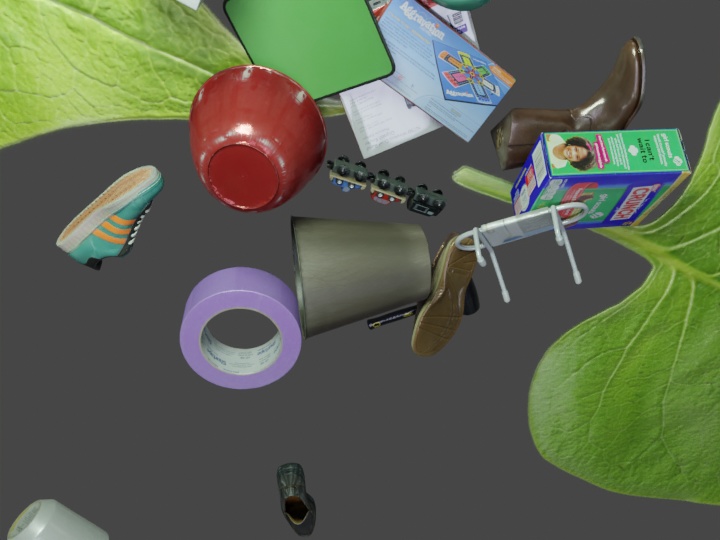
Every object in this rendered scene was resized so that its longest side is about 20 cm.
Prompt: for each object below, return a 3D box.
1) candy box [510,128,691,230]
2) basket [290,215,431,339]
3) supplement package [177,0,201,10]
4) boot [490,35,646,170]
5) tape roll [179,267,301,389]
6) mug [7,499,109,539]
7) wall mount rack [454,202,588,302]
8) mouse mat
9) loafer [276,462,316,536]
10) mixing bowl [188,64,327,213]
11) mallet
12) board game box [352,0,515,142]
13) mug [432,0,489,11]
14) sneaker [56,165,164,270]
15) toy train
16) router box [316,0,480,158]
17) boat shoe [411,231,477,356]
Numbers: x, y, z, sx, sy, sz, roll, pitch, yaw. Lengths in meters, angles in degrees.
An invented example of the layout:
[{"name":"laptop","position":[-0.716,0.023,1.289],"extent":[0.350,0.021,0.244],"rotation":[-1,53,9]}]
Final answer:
[{"name":"candy box","position":[0.334,-0.125,0.949],"extent":[0.193,0.079,0.170],"rotation":[-4,159,-4]},{"name":"basket","position":[0.000,0.000,1.003],"extent":[0.194,0.136,0.186],"rotation":[-6,88,-9]},{"name":"supplement package","position":[-0.187,-0.416,0.720],"extent":[0.107,0.115,0.203],"rotation":[21,119,-18]},{"name":"boot","position":[0.287,-0.229,0.932],"extent":[0.193,0.065,0.191],"rotation":[-2,126,0]},{"name":"tape roll","position":[-0.194,0.097,1.088],"extent":[0.193,0.066,0.205],"rotation":[-4,124,-5]},{"name":"mug","position":[-0.612,0.540,1.288],"extent":[0.184,0.150,0.155],"rotation":[-33,114,8]},{"name":"wall mount rack","position":[0.244,-0.025,0.969],"extent":[0.195,0.077,0.173],"rotation":[-15,155,22]},{"name":"mouse mat","position":[-0.066,-0.292,0.827],"extent":[0.195,0.008,0.163],"rotation":[-7,127,34]},{"name":"loafer","position":[-0.131,0.484,1.344],"extent":[0.071,0.073,0.204],"rotation":[-13,125,1]},{"name":"mixing bowl","position":[-0.147,-0.154,0.881],"extent":[0.193,0.110,0.204],"rotation":[3,129,4]},{"name":"mallet","position":[0.109,0.071,1.125],"extent":[0.196,0.042,0.067],"rotation":[-25,119,15]},{"name":"board game box","position":[0.096,-0.260,0.853],"extent":[0.197,0.020,0.103],"rotation":[29,117,-23]},{"name":"mug","position":[0.070,-0.379,0.732],"extent":[0.112,0.188,0.152],"rotation":[-27,133,16]},{"name":"sneaker","position":[-0.345,-0.073,0.959],"extent":[0.197,0.072,0.080],"rotation":[-31,126,20]},{"name":"toy train","position":[0.037,-0.122,0.990],"extent":[0.195,0.035,0.046],"rotation":[17,133,-18]},{"name":"router box","position":[0.061,-0.273,0.882],"extent":[0.195,0.049,0.182],"rotation":[-21,123,7]},{"name":"boat shoe","position":[0.126,0.036,1.059],"extent":[0.070,0.072,0.205],"rotation":[12,104,-20]}]
